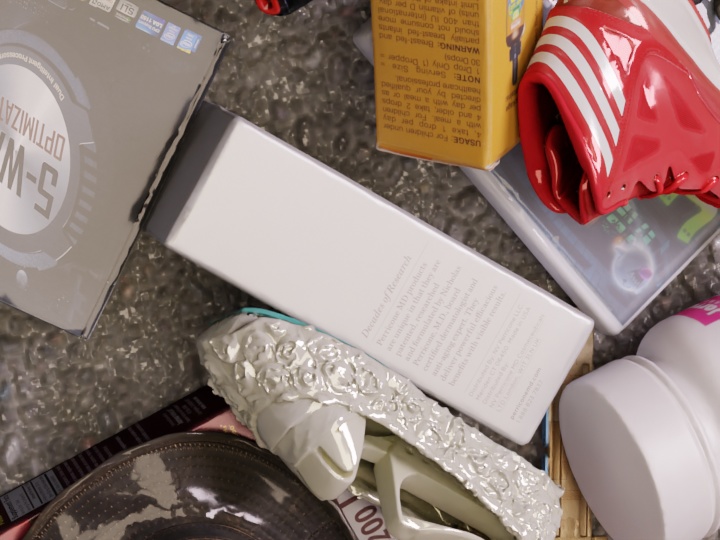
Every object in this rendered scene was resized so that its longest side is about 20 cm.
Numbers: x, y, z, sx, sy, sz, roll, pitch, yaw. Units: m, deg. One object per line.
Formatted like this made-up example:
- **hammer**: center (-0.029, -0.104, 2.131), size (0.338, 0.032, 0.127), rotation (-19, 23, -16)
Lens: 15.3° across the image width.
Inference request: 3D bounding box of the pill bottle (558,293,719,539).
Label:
- **pill bottle**: center (0.206, 0.060, 1.309), size (0.200, 0.113, 0.114), rotation (-23, 102, -19)

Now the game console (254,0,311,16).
- **game console**: center (0.004, -0.228, 1.206), size (0.200, 0.031, 0.177), rotation (-35, 131, -45)

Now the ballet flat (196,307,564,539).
- **ballet flat**: center (0.012, 0.086, 1.231), size (0.200, 0.072, 0.072), rotation (29, 90, -18)

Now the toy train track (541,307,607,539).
- **toy train track**: center (0.101, 0.118, 1.348), size (0.114, 0.033, 0.201), rotation (1, 90, -14)

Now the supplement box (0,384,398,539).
- **supplement box**: center (-0.087, 0.127, 1.285), size (0.200, 0.061, 0.109), rotation (-29, 104, -8)

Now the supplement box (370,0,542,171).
- **supplement box**: center (0.043, -0.150, 1.203), size (0.069, 0.067, 0.200), rotation (9, 116, 27)

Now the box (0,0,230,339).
- **box**: center (-0.184, -0.082, 1.242), size (0.200, 0.044, 0.160), rotation (26, 90, -15)

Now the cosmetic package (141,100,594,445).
- **cosmetic package**: center (0.000, 0.000, 1.269), size (0.200, 0.101, 0.071), rotation (30, 90, -15)

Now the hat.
- **hat**: center (-0.068, 0.180, 1.225), size (0.200, 0.081, 0.201), rotation (-3, 102, -14)

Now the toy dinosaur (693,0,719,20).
- **toy dinosaur**: center (0.153, -0.154, 1.291), size (0.200, 0.047, 0.088), rotation (37, 67, -16)

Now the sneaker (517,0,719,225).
- **sneaker**: center (0.140, -0.046, 1.258), size (0.200, 0.078, 0.116), rotation (44, 67, -23)

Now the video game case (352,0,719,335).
- **video game case**: center (0.124, -0.101, 1.319), size (0.182, 0.023, 0.200), rotation (-44, 105, -10)
